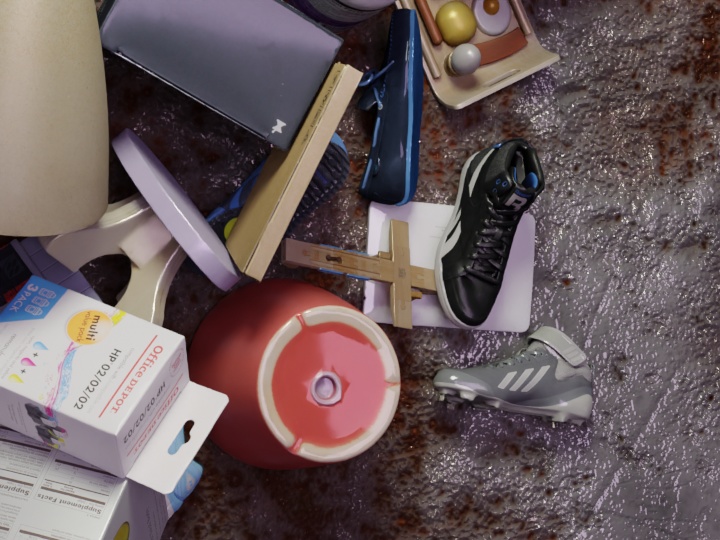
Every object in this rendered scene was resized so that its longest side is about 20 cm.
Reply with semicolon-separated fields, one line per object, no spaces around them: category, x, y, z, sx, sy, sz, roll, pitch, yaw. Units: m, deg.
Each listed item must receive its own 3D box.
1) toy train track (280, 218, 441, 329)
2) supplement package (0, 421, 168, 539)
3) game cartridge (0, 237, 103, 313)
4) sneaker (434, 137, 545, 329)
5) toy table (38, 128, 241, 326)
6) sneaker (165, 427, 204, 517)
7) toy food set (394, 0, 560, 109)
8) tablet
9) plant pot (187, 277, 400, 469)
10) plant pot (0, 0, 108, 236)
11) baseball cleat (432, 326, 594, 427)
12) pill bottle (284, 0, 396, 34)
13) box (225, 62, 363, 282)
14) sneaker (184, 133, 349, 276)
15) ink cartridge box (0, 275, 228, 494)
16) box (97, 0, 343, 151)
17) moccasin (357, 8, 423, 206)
toy train track;0.000;0.000;1.331;0.198;0.032;0.117;12;68;-34
supplement package;-0.273;0.241;1.122;0.148;0.153;0.202;11;48;9
game cartridge;-0.342;0.057;1.199;0.199;0.039;0.130;-35;72;-17
sneaker;0.137;-0.046;1.344;0.072;0.112;0.203;16;70;-20
toy table;-0.207;-0.026;1.214;0.117;0.200;0.184;-40;136;1
sneaker;-0.220;0.140;1.264;0.090;0.078;0.202;-35;104;-36
toy food set;0.117;-0.291;1.389;0.142;0.060;0.202;-27;98;-18
tablet;0.097;-0.004;1.402;0.197;0.014;0.133;5;88;-19
plant pot;-0.056;0.105;1.257;0.197;0.177;0.204;0;89;-19
plant pot;-0.284;-0.161;1.063;0.184;0.188;0.203;6;115;-19
baseball cleat;0.166;0.108;1.404;0.198;0.069;0.108;15;77;-29
pill bottle;-0.007;-0.304;1.270;0.110;0.200;0.113;1;88;-20
box;-0.065;-0.097;1.188;0.021;0.163;0.202;25;94;-15
sneaker;-0.096;-0.069;1.315;0.199;0.079;0.066;-39;116;2
ink cartridge box;-0.223;0.095;1.105;0.197;0.068;0.116;20;52;15
box;-0.139;-0.220;1.210;0.195;0.200;0.118;29;97;-18
moccasin;0.027;-0.170;1.342;0.067;0.080;0.204;4;90;13
